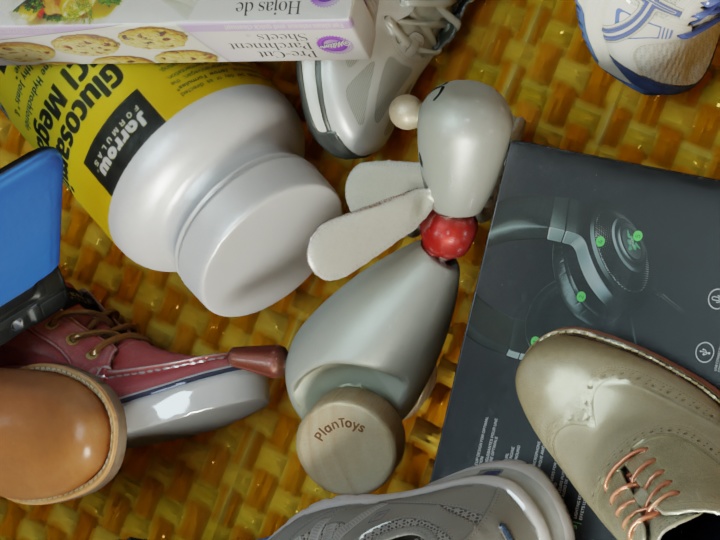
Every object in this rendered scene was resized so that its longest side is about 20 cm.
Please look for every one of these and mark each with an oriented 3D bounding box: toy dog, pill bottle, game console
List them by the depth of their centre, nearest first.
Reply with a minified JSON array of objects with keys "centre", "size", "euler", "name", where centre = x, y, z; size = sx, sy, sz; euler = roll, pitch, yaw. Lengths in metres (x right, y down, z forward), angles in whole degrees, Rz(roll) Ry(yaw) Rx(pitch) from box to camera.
[{"centre":[0.000,0.000,1.268],"size":[0.096,0.132,0.200],"euler":[20,94,5],"name":"toy dog"},{"centre":[-0.251,0.009,1.325],"size":[0.171,0.200,0.119],"euler":[26,140,48],"name":"game console"},{"centre":[-0.100,-0.073,1.368],"size":[0.113,0.112,0.200],"euler":[-52,59,15],"name":"pill bottle"}]

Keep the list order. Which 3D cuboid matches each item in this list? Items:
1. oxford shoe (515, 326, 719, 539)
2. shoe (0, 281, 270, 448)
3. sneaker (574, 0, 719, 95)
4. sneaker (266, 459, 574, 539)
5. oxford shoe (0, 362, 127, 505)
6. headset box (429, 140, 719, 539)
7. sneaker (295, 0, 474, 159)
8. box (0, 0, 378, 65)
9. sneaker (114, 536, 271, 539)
[{"centre":[0.128,0.089,1.105],"size":[0.200,0.074,0.071],"euler":[41,106,30],"name":"oxford shoe"},{"centre":[-0.136,0.046,1.395],"size":[0.200,0.071,0.091],"euler":[-16,79,35],"name":"shoe"},{"centre":[0.148,-0.139,1.186],"size":[0.088,0.200,0.075],"euler":[34,61,29],"name":"sneaker"},{"centre":[-0.004,0.137,1.196],"size":[0.200,0.082,0.075],"euler":[-32,87,40],"name":"sneaker"},{"centre":[-0.199,0.079,1.361],"size":[0.200,0.071,0.072],"euler":[2,88,40],"name":"oxford shoe"},{"centre":[0.138,0.046,1.206],"size":[0.200,0.093,0.175],"euler":[12,89,34],"name":"headset box"},{"centre":[0.041,-0.147,1.312],"size":[0.115,0.076,0.201],"euler":[10,85,35],"name":"sneaker"},{"centre":[-0.092,-0.124,1.302],"size":[0.199,0.041,0.039],"euler":[1,67,16],"name":"box"},{"centre":[-0.062,0.162,1.304],"size":[0.200,0.111,0.077],"euler":[-14,74,30],"name":"sneaker"}]
